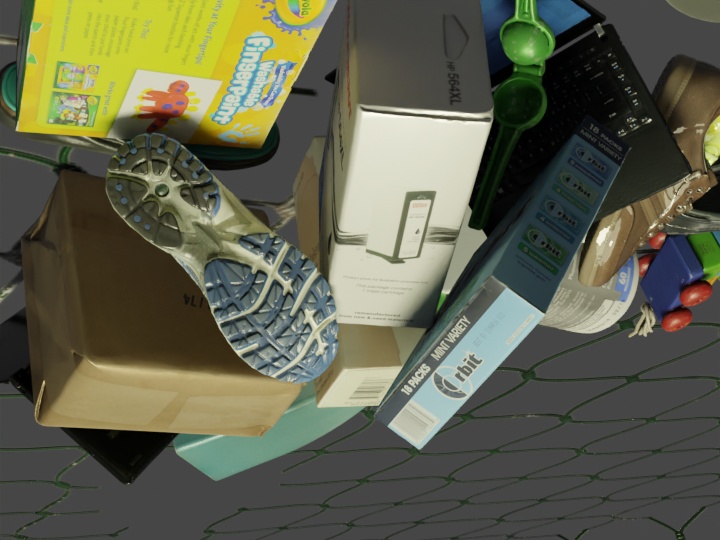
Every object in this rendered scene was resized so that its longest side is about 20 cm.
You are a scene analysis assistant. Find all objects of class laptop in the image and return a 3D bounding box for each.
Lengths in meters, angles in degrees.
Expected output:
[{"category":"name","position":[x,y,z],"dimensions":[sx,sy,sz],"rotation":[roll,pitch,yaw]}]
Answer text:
[{"category":"laptop","position":[0.108,-0.106,0.818],"dimensions":[0.177,0.201,0.103],"rotation":[-26,-173,36]},{"category":"laptop","position":[-0.244,0.094,0.984],"dimensions":[0.116,0.200,0.187],"rotation":[-50,178,38]}]

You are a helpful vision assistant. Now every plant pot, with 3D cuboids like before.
[{"category":"plant pot","position":[-0.097,0.121,1.218],"dimensions":[0.199,0.142,0.141],"rotation":[-17,155,4]}]

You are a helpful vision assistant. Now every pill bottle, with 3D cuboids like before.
[{"category":"pill bottle","position":[0.155,-0.011,1.032],"dimensions":[0.199,0.115,0.114],"rotation":[12,149,-39]}]

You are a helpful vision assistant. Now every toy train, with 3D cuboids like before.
[{"category":"toy train","position":[0.359,0.011,1.202],"dimensions":[0.115,0.085,0.200],"rotation":[-19,157,-9]}]

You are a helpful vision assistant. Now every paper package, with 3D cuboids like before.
[{"category":"paper package","position":[-0.164,0.031,0.924],"dimensions":[0.199,0.192,0.103],"rotation":[8,142,-35]}]

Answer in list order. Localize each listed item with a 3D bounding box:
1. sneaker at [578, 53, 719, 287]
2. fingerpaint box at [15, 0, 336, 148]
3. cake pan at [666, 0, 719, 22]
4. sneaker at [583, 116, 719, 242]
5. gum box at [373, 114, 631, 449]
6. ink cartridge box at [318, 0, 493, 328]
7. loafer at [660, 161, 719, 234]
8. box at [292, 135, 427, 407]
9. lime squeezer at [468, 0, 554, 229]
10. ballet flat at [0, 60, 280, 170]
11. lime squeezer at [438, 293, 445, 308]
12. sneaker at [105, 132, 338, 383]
[{"category":"sneaker","position":[0.237,-0.064,0.878],"dimensions":[0.075,0.070,0.201],"rotation":[23,116,5]},{"category":"fingerpaint box","position":[-0.115,-0.157,0.671],"dimensions":[0.166,0.074,0.200],"rotation":[2,156,-20]},{"category":"cake pan","position":[0.265,-0.222,0.697],"dimensions":[0.199,0.037,0.201],"rotation":[-7,156,-3]},{"category":"sneaker","position":[0.254,-0.086,0.944],"dimensions":[0.075,0.077,0.199],"rotation":[17,145,-41]},{"category":"gum box","position":[0.100,0.006,0.780],"dimensions":[0.044,0.200,0.170],"rotation":[35,135,1]},{"category":"ink cartridge box","position":[0.022,-0.080,0.742],"dimensions":[0.084,0.147,0.201],"rotation":[4,139,-6]},{"category":"loafer","position":[0.364,-0.071,1.022],"dimensions":[0.199,0.069,0.070],"rotation":[-7,165,6]},{"category":"box","position":[0.000,0.000,0.899],"dimensions":[0.077,0.201,0.095],"rotation":[-1,154,-17]},{"category":"lime squeezer","position":[0.098,-0.132,0.736],"dimensions":[0.038,0.202,0.070],"rotation":[23,-155,38]},{"category":"ballet flat","position":[-0.158,-0.107,0.791],"dimensions":[0.198,0.069,0.068],"rotation":[11,161,-16]},{"category":"lime squeezer","position":[0.099,0.009,1.069],"dimensions":[0.070,0.200,0.038],"rotation":[27,132,11]},{"category":"sneaker","position":[-0.086,-0.013,0.752],"dimensions":[0.077,0.200,0.085],"rotation":[-38,-168,-1]}]
